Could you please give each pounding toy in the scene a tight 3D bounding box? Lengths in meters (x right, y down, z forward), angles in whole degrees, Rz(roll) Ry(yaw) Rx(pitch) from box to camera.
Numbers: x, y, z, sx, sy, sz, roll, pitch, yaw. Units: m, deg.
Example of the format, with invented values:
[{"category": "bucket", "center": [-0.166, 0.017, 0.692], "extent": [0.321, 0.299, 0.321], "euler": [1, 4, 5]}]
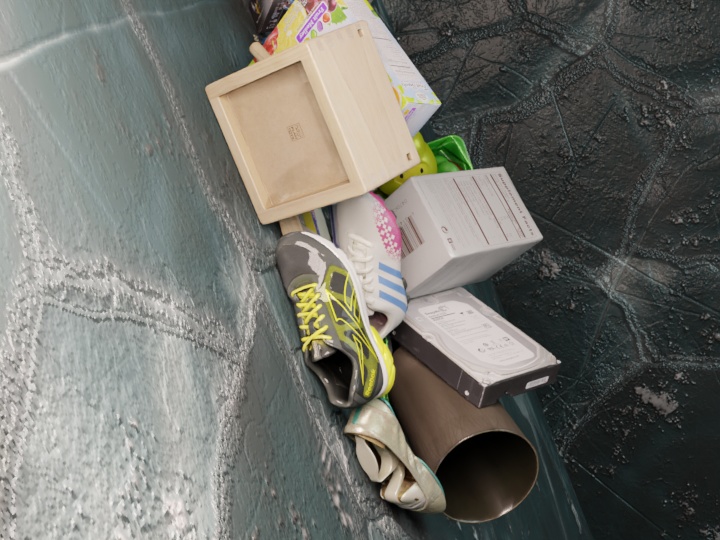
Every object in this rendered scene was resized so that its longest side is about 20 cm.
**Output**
[{"category": "pounding toy", "center": [-0.058, -0.166, 1.220], "extent": [0.142, 0.199, 0.185], "euler": [-32, 103, -46]}]

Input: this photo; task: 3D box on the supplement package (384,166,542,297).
[{"category": "supplement package", "center": [0.115, -0.049, 1.481], "extent": [0.199, 0.117, 0.118], "euler": [-10, 68, -48]}]

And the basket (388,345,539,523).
[{"category": "basket", "center": [0.114, 0.186, 1.445], "extent": [0.181, 0.136, 0.200], "euler": [56, 3, -44]}]

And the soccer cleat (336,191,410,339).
[{"category": "soccer cleat", "center": [0.008, 0.000, 1.304], "extent": [0.086, 0.070, 0.201], "euler": [-52, 140, -35]}]

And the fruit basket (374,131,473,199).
[{"category": "fruit basket", "center": [0.069, -0.116, 1.646], "extent": [0.216, 0.215, 0.156], "euler": [12, 58, -77]}]

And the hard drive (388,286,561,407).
[{"category": "hard drive", "center": [0.132, 0.088, 1.445], "extent": [0.200, 0.139, 0.038], "euler": [38, -53, 41]}]

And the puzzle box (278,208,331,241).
[{"category": "puzzle box", "center": [-0.056, -0.021, 1.342], "extent": [0.133, 0.025, 0.201], "euler": [31, 40, -72]}]

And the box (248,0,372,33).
[{"category": "box", "center": [-0.045, -0.379, 1.483], "extent": [0.200, 0.158, 0.049], "euler": [136, -62, -68]}]

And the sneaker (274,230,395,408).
[{"category": "sneaker", "center": [-0.032, 0.052, 1.203], "extent": [0.201, 0.074, 0.085], "euler": [59, 30, -2]}]

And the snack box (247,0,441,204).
[{"category": "snack box", "center": [-0.027, -0.203, 1.303], "extent": [0.068, 0.169, 0.200], "euler": [-9, 58, -50]}]

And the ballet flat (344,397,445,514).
[{"category": "ballet flat", "center": [0.033, 0.222, 1.293], "extent": [0.200, 0.067, 0.062], "euler": [59, 45, -31]}]

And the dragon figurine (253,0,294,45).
[{"category": "dragon figurine", "center": [-0.077, -0.296, 1.536], "extent": [0.200, 0.099, 0.059], "euler": [33, 38, -71]}]

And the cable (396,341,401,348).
[{"category": "cable", "center": [0.040, 0.050, 1.551], "extent": [0.097, 0.050, 0.201], "euler": [-152, -123, -75]}]

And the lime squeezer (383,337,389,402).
[{"category": "lime squeezer", "center": [0.016, 0.082, 1.436], "extent": [0.071, 0.038, 0.201], "euler": [-125, -161, -61]}]

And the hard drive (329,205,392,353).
[{"category": "hard drive", "center": [0.000, 0.000, 1.508], "extent": [0.132, 0.025, 0.201], "euler": [-97, 170, -49]}]
